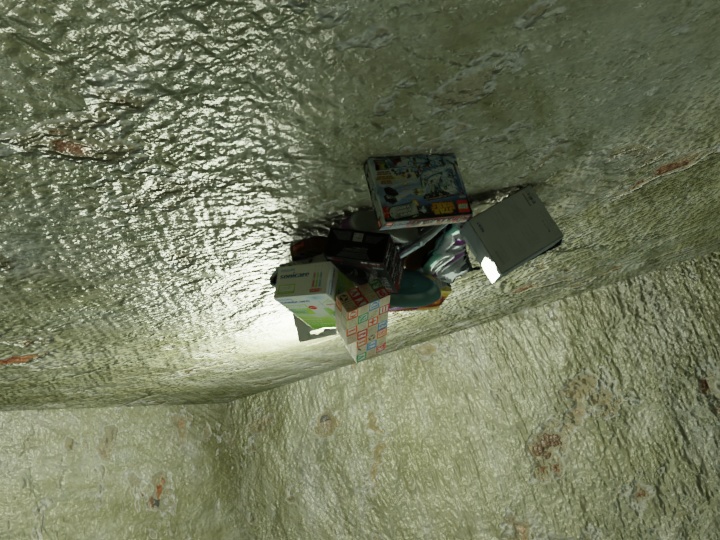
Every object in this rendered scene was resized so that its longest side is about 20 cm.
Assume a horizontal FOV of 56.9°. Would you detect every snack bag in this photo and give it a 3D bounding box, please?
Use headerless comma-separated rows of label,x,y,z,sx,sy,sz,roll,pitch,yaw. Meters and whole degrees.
snack bag,0.149,-0.081,1.668,0.199,0.022,0.188,-39,-175,-39

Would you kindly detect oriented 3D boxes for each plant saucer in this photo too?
plant saucer,0.107,0.042,1.682,0.196,0.028,0.201,2,-160,-1

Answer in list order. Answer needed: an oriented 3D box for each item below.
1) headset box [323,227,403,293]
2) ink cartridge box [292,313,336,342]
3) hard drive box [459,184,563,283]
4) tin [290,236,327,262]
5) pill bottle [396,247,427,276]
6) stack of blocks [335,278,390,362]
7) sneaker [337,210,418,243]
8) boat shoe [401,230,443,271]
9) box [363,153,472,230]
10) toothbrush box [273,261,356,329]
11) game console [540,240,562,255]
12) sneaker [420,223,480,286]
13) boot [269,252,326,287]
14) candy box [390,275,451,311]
headset box,0.014,-0.017,1.570,0.146,0.079,0.201,8,157,18
ink cartridge box,-0.138,0.099,1.867,0.113,0.204,0.068,-11,165,-7
hard drive box,0.369,-0.090,1.628,0.198,0.157,0.077,-28,169,-16
tin,-0.094,-0.047,1.708,0.111,0.043,0.198,-20,163,36
pill bottle,0.121,-0.013,1.872,0.196,0.113,0.111,-15,164,7
stack of blocks,0.003,0.126,1.568,0.114,0.059,0.202,-21,140,-21
sneaker,0.037,-0.097,1.603,0.197,0.074,0.114,9,158,-30
boat shoe,0.190,-0.066,1.777,0.198,0.071,0.070,-29,-172,-8
box,0.114,-0.157,1.315,0.196,0.139,0.040,-6,161,-22
toothbrush box,-0.095,0.064,1.600,0.143,0.088,0.200,-5,151,25
game console,0.422,-0.092,1.837,0.168,0.121,0.199,-3,161,-34
sneaker,0.262,-0.051,1.711,0.201,0.139,0.078,-55,-168,17
boot,-0.143,0.005,1.650,0.094,0.075,0.199,10,149,-42
candy box,0.140,0.064,1.839,0.196,0.057,0.117,-2,151,-20
